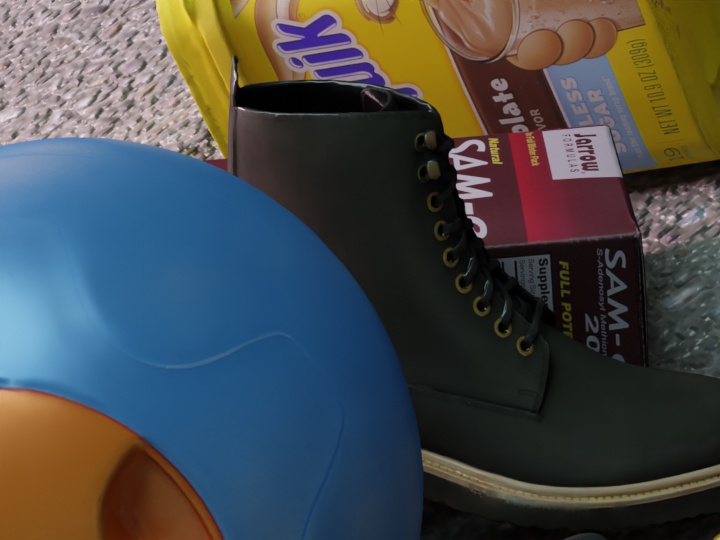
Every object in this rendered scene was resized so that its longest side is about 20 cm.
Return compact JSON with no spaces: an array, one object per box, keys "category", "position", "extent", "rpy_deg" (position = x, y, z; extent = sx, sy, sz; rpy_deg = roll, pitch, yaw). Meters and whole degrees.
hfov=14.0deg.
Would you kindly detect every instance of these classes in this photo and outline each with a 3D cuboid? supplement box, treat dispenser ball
[{"category":"supplement box","position":[0.000,0.000,1.066],"extent":[0.198,0.061,0.109],"rpy_deg":[-5,24,0]},{"category":"treat dispenser ball","position":[-0.081,0.063,0.846],"extent":[0.200,0.201,0.201],"rpy_deg":[-19,35,14]}]

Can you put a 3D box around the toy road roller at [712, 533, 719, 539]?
[{"category":"toy road roller","position":[0.157,0.153,0.795],"extent":[0.122,0.146,0.201],"rpy_deg":[-28,71,1]}]

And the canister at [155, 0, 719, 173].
[{"category":"canister","position":[0.038,-0.095,1.156],"extent":[0.199,0.149,0.087],"rpy_deg":[-8,38,25]}]

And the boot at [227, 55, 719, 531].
[{"category":"boot","position":[0.043,0.006,0.971],"extent":[0.198,0.139,0.078],"rpy_deg":[4,20,-3]}]

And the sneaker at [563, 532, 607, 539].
[{"category":"sneaker","position":[0.059,0.157,0.889],"extent":[0.067,0.108,0.201],"rpy_deg":[-56,-14,27]}]
